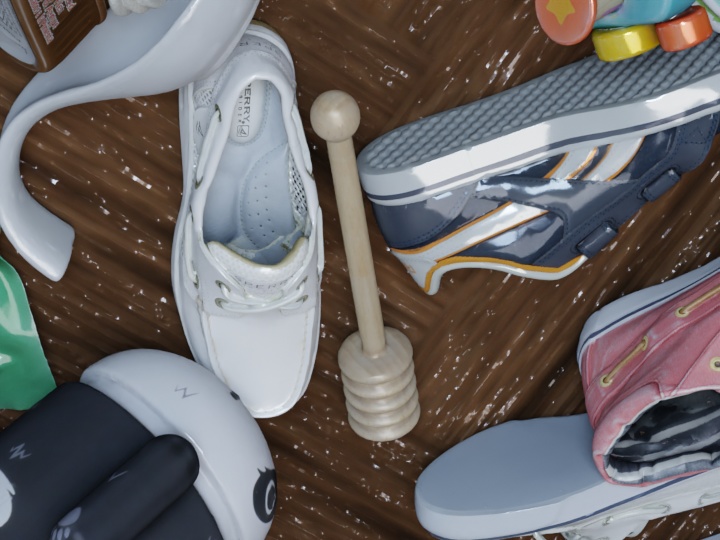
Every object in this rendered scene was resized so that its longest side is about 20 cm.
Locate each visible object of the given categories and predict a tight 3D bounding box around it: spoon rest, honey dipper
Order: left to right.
[{"bbox_3d":[-0.105,-0.086,0.880,0.060,0.100,0.200,29,118,-18],"label":"spoon rest"},{"bbox_3d":[0.000,0.000,0.942,0.038,0.038,0.201,-15,133,-5],"label":"honey dipper"}]

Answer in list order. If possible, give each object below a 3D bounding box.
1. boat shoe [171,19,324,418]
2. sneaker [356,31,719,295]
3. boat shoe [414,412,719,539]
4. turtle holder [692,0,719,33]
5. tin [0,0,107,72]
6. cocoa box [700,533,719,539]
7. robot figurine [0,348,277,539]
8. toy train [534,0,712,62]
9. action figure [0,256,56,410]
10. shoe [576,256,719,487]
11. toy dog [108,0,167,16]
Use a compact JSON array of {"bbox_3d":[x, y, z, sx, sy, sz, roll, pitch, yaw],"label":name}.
[{"bbox_3d":[-0.051,-0.010,0.935,0.070,0.069,0.202,-10,118,-10],"label":"boat shoe"},{"bbox_3d":[0.103,-0.050,0.948,0.198,0.079,0.080,-18,114,9],"label":"sneaker"},{"bbox_3d":[0.125,0.118,1.043,0.200,0.075,0.087,-17,123,-15],"label":"boat shoe"},{"bbox_3d":[0.193,-0.181,0.871,0.184,0.141,0.133,-21,118,-16],"label":"turtle holder"},{"bbox_3d":[-0.151,-0.137,0.752,0.112,0.200,0.042,44,80,9],"label":"tin"},{"bbox_3d":[0.235,0.219,1.077,0.198,0.131,0.134,-19,118,-3],"label":"cocoa box"},{"bbox_3d":[-0.129,0.126,0.928,0.200,0.150,0.126,-40,127,-25],"label":"robot figurine"},{"bbox_3d":[0.069,-0.169,0.834,0.055,0.200,0.151,-30,148,-30],"label":"toy train"},{"bbox_3d":[-0.203,-0.012,0.910,0.117,0.055,0.202,-10,117,-14],"label":"action figure"},{"bbox_3d":[0.194,0.032,0.967,0.199,0.091,0.072,-29,124,24],"label":"shoe"},{"bbox_3d":[-0.135,-0.200,0.787,0.095,0.133,0.201,2,144,20],"label":"toy dog"}]
